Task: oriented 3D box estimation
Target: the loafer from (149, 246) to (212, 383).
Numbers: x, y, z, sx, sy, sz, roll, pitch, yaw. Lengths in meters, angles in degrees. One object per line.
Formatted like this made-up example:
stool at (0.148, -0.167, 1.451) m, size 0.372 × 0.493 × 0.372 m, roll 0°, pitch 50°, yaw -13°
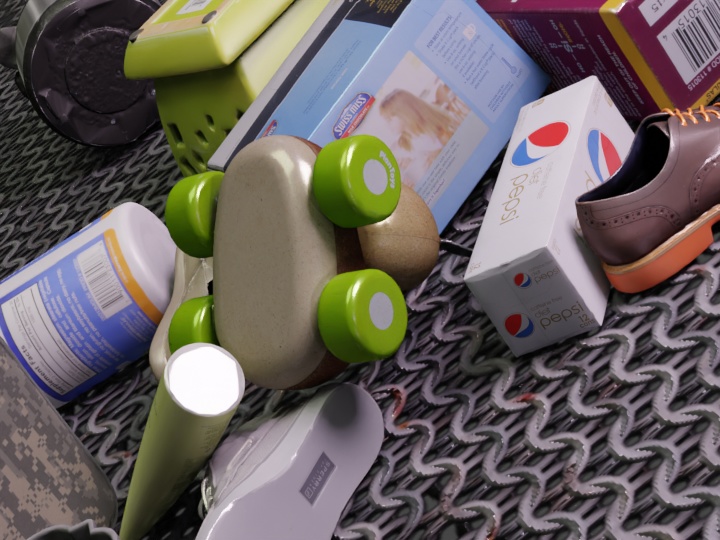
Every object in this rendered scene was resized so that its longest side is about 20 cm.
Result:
loafer at (-0.101, 0.018, 1.448) m, size 0.068 × 0.076 × 0.201 m, roll -22°, pitch 36°, yaw 28°

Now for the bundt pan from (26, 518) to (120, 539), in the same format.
bundt pan at (-0.201, 0.248, 1.141) m, size 0.201 × 0.076 × 0.202 m, roll -30°, pitch 23°, yaw 14°

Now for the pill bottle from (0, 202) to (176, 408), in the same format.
pill bottle at (-0.235, 0.041, 1.536) m, size 0.199 × 0.112 × 0.112 m, roll -31°, pitch 23°, yaw 14°

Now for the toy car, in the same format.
toy car at (0.000, 0.000, 1.249) m, size 0.163 × 0.199 × 0.159 m, roll -9°, pitch 79°, yaw 42°

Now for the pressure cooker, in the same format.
pressure cooker at (-0.282, -0.231, 2.041) m, size 0.179 × 0.176 × 0.200 m, roll -46°, pitch 22°, yaw 3°

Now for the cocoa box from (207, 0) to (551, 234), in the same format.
cocoa box at (0.013, -0.107, 1.393) m, size 0.201 × 0.133 × 0.131 m, roll -54°, pitch 27°, yaw -8°

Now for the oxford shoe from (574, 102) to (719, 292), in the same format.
oxford shoe at (0.215, -0.075, 1.164) m, size 0.200 × 0.073 × 0.071 m, roll -42°, pitch 23°, yaw -12°

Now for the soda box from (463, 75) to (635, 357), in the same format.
soda box at (0.126, -0.038, 1.226) m, size 0.063 × 0.068 × 0.201 m, roll -23°, pitch 27°, yaw 30°

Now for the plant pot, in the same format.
plant pot at (-0.070, -0.174, 1.622) m, size 0.200 × 0.182 × 0.198 m, roll -49°, pitch 26°, yaw -24°

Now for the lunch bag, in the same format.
lunch bag at (-0.290, 0.147, 1.302) m, size 0.167 × 0.201 × 0.140 m, roll -19°, pitch 28°, yaw 33°

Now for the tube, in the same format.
tube at (-0.120, 0.116, 1.229) m, size 0.058 × 0.052 × 0.200 m, roll -9°, pitch -28°, yaw -22°

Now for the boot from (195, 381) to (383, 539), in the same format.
boot at (-0.065, 0.148, 1.162) m, size 0.095 × 0.074 × 0.200 m, roll -23°, pitch 17°, yaw 42°

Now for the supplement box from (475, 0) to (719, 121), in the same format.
supplement box at (0.192, -0.186, 1.368) m, size 0.131 × 0.103 × 0.200 m, roll -44°, pitch 23°, yaw -15°
